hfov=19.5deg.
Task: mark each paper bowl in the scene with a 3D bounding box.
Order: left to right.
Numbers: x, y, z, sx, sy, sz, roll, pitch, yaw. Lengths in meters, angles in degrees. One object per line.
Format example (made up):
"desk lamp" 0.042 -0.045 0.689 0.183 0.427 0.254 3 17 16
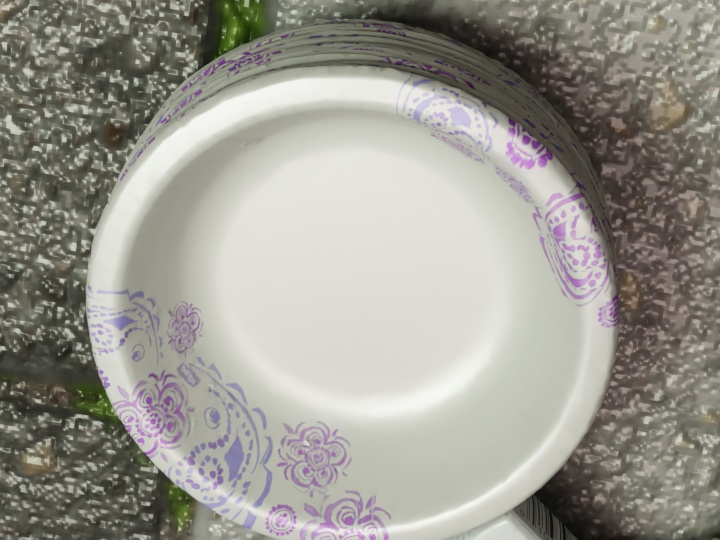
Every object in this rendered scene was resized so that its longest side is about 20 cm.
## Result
"paper bowl" 0.000 0.000 0.819 0.200 0.104 0.201 3 115 5

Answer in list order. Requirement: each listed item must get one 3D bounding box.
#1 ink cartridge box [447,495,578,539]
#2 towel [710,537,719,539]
"ink cartridge box" 0.051 0.209 0.907 0.200 0.043 0.196 -36 110 22
"towel" 0.121 0.186 0.933 0.200 0.037 0.149 -9 115 9
